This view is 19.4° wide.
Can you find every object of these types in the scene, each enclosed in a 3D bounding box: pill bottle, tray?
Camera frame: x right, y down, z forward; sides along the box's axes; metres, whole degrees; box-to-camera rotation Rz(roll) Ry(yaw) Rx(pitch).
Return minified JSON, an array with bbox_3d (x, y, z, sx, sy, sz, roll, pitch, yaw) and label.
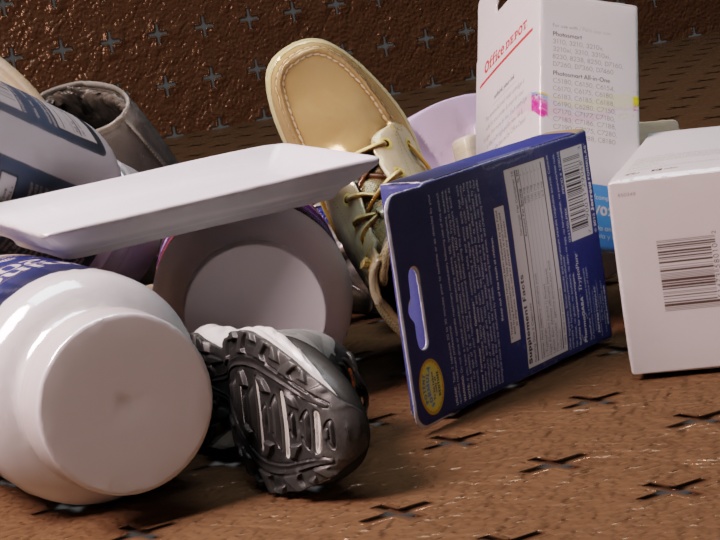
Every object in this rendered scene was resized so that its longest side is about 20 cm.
[{"bbox_3d":[-0.144,0.052,1.014,0.111,0.111,0.200,-12,9,-23],"label":"pill bottle"},{"bbox_3d":[-0.098,-0.036,1.111,0.200,0.022,0.107,-15,14,-31],"label":"tray"},{"bbox_3d":[-0.207,-0.043,1.208,0.120,0.120,0.200,-4,-15,29],"label":"pill bottle"},{"bbox_3d":[-0.063,0.010,1.209,0.112,0.113,0.200,-9,8,-3],"label":"pill bottle"}]

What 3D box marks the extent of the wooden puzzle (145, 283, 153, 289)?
[{"bbox_3d":[-0.229,0.042,1.457,0.185,0.037,0.200,-16,6,-36],"label":"wooden puzzle"}]

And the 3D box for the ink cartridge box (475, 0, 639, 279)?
[{"bbox_3d":[0.118,-0.091,1.276,0.068,0.200,0.115,7,-19,-16],"label":"ink cartridge box"}]

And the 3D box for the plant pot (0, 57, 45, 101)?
[{"bbox_3d":[-0.315,-0.031,1.379,0.200,0.201,0.184,-4,29,29],"label":"plant pot"}]

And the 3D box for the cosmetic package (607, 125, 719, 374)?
[{"bbox_3d":[0.191,-0.017,1.150,0.085,0.108,0.200,-6,10,16],"label":"cosmetic package"}]

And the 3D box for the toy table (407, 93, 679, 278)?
[{"bbox_3d":[0.116,-0.074,1.429,0.200,0.184,0.117,-21,-1,-36],"label":"toy table"}]

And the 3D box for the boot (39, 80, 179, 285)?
[{"bbox_3d":[-0.171,-0.052,1.501,0.182,0.073,0.200,-3,-32,41],"label":"boot"}]

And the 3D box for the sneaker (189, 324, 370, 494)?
[{"bbox_3d":[-0.029,0.057,1.005,0.079,0.074,0.200,-6,7,-17],"label":"sneaker"}]

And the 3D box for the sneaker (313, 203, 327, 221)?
[{"bbox_3d":[-0.001,-0.045,1.626,0.199,0.081,0.115,-7,6,0],"label":"sneaker"}]

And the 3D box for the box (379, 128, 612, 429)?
[{"bbox_3d":[0.066,0.001,1.101,0.032,0.121,0.200,-2,11,35],"label":"box"}]

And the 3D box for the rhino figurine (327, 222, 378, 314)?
[{"bbox_3d":[0.000,0.000,1.392,0.087,0.060,0.200,-1,6,-33],"label":"rhino figurine"}]

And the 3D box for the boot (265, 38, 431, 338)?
[{"bbox_3d":[0.012,-0.038,1.193,0.073,0.200,0.155,-27,10,1],"label":"boot"}]
